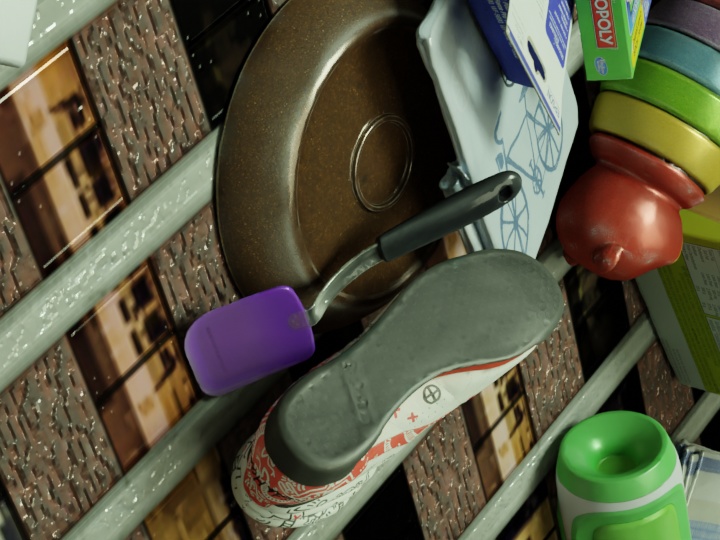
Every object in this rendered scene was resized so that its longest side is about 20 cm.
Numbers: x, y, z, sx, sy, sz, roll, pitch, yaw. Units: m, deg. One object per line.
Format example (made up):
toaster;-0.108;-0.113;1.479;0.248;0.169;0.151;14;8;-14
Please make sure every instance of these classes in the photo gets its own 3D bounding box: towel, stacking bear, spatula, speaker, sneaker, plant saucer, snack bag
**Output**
towel;0.247;0.231;1.479;0.147;0.024;0.200;18;90;-57
stacking bear;0.196;-0.084;1.228;0.114;0.121;0.200;31;86;-22
spatula;0.000;0.000;0.993;0.200;0.021;0.057;-32;133;-14
speaker;0.187;0.196;1.331;0.088;0.088;0.200;-44;134;-36
sneaker;0.015;0.063;1.031;0.201;0.067;0.108;-34;169;-34
plant saucer;0.001;-0.059;1.033;0.200;0.034;0.200;-25;122;-47
snack bag;0.077;-0.103;1.086;0.189;0.021;0.200;-67;146;-43

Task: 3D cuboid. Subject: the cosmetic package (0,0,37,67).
cosmetic package;-0.199;-0.117;0.596;0.101;0.200;0.071;7;96;-54

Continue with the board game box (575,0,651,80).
board game box;0.151;-0.222;1.117;0.200;0.029;0.135;-70;153;-46

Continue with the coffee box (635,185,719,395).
coffee box;0.324;-0.029;1.339;0.200;0.198;0.200;-57;141;-24

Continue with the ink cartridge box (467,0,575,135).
ink cartridge box;0.090;-0.180;1.050;0.099;0.039;0.200;56;37;-52
